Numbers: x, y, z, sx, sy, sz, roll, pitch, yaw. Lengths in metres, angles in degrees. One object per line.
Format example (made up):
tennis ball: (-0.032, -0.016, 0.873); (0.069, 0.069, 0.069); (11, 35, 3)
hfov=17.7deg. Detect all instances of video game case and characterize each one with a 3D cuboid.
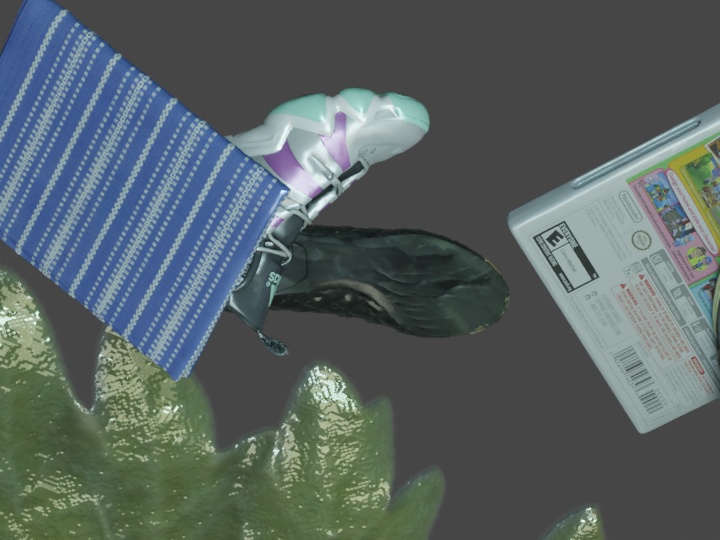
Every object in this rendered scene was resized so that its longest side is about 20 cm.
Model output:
video game case: (0.216, -0.003, 1.469); (0.182, 0.022, 0.200); (-27, 124, 12)

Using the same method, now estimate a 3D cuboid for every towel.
towel: (-0.143, -0.049, 1.317); (0.200, 0.024, 0.145); (38, 118, 16)

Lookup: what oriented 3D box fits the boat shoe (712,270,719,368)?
boat shoe: (0.264, 0.070, 1.473); (0.073, 0.065, 0.201); (-9, 125, 1)

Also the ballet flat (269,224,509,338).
ballet flat: (0.000, 0.000, 1.436); (0.199, 0.057, 0.067); (10, 96, -20)

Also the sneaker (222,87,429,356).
sneaker: (-0.046, -0.021, 1.346); (0.199, 0.141, 0.078); (-14, 166, 11)
